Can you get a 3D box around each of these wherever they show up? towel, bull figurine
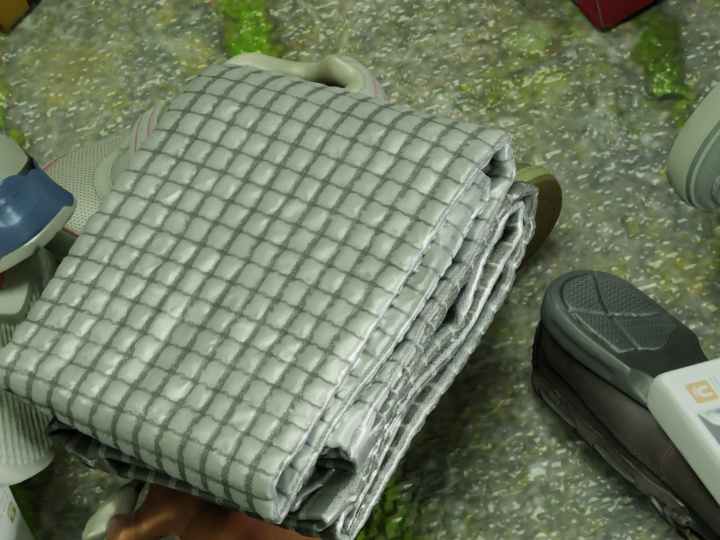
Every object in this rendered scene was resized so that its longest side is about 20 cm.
[{"bbox_3d":[-0.036,0.016,1.254,0.165,0.086,0.200,18,64,29],"label":"towel"},{"bbox_3d":[-0.047,0.146,1.243,0.121,0.065,0.200,-32,42,-10],"label":"bull figurine"}]

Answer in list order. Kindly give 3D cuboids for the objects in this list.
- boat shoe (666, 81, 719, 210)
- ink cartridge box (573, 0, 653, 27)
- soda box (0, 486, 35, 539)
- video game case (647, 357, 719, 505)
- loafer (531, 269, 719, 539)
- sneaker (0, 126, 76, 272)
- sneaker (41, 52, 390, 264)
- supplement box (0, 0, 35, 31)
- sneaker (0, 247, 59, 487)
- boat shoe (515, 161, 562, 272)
[{"bbox_3d":[0.231,-0.078,1.269,0.201,0.070,0.072,-32,52,1],"label":"boat shoe"},{"bbox_3d":[0.097,-0.240,1.415,0.086,0.200,0.148,-30,53,-9],"label":"ink cartridge box"},{"bbox_3d":[-0.204,0.186,1.258,0.068,0.064,0.200,4,56,15],"label":"soda box"},{"bbox_3d":[0.245,0.095,1.201,0.182,0.023,0.200,-14,49,-24],"label":"video game case"},{"bbox_3d":[0.147,0.082,1.263,0.072,0.063,0.200,-16,49,-38],"label":"loafer"},{"bbox_3d":[-0.220,-0.067,1.378,0.081,0.115,0.199,-41,26,-26],"label":"sneaker"},{"bbox_3d":[-0.071,-0.061,1.394,0.200,0.088,0.081,-16,52,2],"label":"sneaker"},{"bbox_3d":[-0.197,-0.278,1.518,0.133,0.197,0.200,27,63,29],"label":"supplement box"},{"bbox_3d":[-0.193,0.054,1.313,0.104,0.075,0.200,-17,18,9],"label":"sneaker"},{"bbox_3d":[0.000,0.002,1.342,0.200,0.073,0.063,-34,58,-3],"label":"boat shoe"}]
